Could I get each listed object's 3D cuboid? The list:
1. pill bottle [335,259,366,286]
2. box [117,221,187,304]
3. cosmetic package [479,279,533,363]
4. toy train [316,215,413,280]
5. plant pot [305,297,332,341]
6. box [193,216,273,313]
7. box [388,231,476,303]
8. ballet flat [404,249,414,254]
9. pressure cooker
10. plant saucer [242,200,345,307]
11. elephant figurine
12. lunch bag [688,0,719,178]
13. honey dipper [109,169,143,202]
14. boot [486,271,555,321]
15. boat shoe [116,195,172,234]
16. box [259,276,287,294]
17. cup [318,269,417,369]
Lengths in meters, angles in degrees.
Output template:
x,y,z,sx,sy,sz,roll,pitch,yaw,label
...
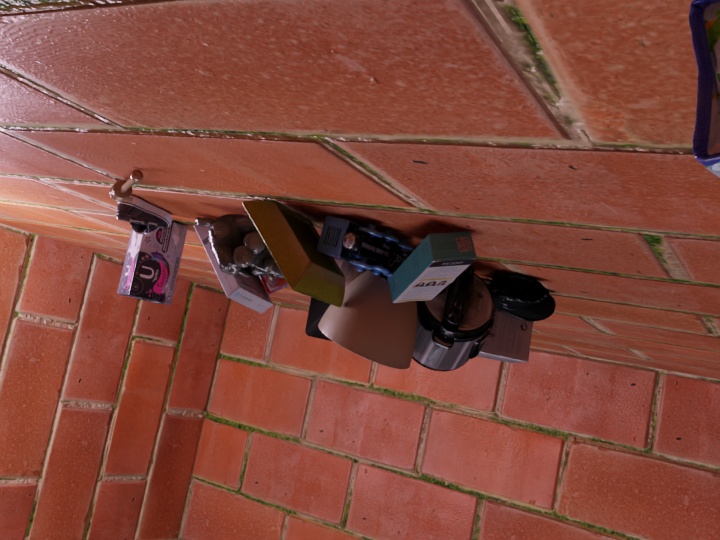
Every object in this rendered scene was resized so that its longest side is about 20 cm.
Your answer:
x,y,z,sx,sy,sz,roll,pitch,yaw,label
0.000,0.000,1.653,0.111,0.114,0.198,6,170,42,pill bottle
-0.522,-0.026,1.975,0.113,0.204,0.131,14,173,-29,box
0.312,0.123,1.865,0.162,0.168,0.200,11,174,2,cosmetic package
0.014,-0.040,1.452,0.113,0.088,0.199,18,180,36,toy train
-0.004,0.060,1.884,0.196,0.204,0.177,14,160,-14,plant pot
-0.285,-0.012,1.773,0.041,0.202,0.156,-33,154,10,box
0.119,-0.002,1.358,0.081,0.050,0.200,-4,159,-21,box
0.144,-0.015,1.531,0.068,0.071,0.199,15,177,-28,ballet flat
0.180,0.091,1.616,0.176,0.178,0.201,-14,148,-24,pressure cooker
-0.106,-0.040,1.437,0.201,0.048,0.199,58,-167,23,plant saucer
-0.226,-0.036,1.645,0.139,0.158,0.200,-19,162,11,elephant figurine
0.301,-0.090,0.414,0.198,0.130,0.169,-13,156,42,lunch bag
-0.431,-0.157,1.462,0.037,0.039,0.199,15,171,-24,honey dipper
0.352,0.055,1.681,0.194,0.075,0.162,12,167,-10,boot
-0.485,-0.114,1.768,0.070,0.069,0.200,11,173,11,boat shoe
-0.187,-0.012,1.808,0.094,0.101,0.200,-23,178,-10,box
0.035,0.082,1.543,0.197,0.145,0.200,24,-173,-3,cup
